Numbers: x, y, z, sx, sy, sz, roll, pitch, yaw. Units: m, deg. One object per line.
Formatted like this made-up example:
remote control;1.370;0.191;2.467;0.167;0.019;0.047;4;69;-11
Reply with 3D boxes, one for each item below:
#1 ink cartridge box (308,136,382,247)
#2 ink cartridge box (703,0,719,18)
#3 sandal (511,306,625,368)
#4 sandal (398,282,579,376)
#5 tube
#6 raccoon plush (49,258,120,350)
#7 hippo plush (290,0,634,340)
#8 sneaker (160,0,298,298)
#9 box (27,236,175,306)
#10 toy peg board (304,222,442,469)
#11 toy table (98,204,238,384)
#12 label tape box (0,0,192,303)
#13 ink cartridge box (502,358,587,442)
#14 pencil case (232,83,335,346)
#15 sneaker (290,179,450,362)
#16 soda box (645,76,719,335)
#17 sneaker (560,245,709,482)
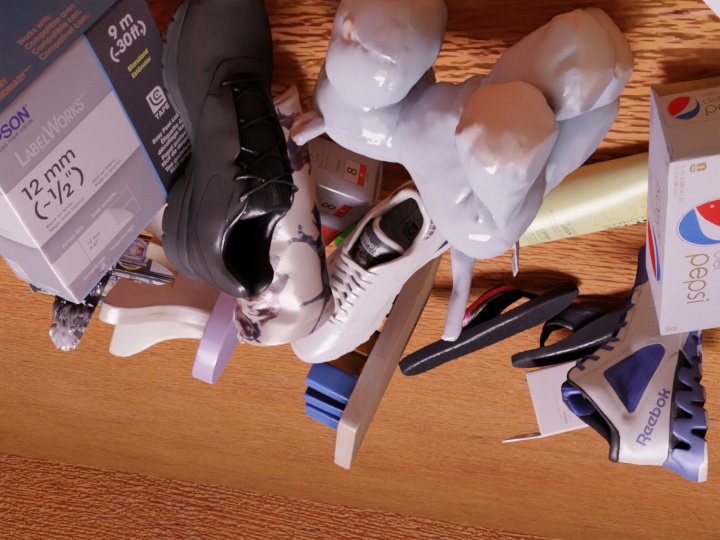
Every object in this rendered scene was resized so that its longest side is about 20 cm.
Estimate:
ink cartridge box;-0.100;-0.075;0.851;0.197;0.051;0.162;15;159;-19
ink cartridge box;0.236;-0.154;0.473;0.199;0.049;0.144;30;152;-35
sandal;0.236;0.053;1.024;0.199;0.049;0.075;-27;155;38
sandal;0.119;0.048;1.015;0.198;0.046;0.075;-26;160;23
tube;0.189;-0.057;0.754;0.197;0.053;0.058;-11;-171;30
raccoon plush;-0.249;-0.046;0.819;0.132;0.202;0.097;25;179;-15
hippo plush;0.057;-0.103;0.621;0.160;0.159;0.201;37;149;17
sneaker;-0.073;-0.077;0.633;0.075;0.203;0.090;-16;-149;-35
box;-0.280;0.001;1.154;0.197;0.045;0.160;13;160;-3
toy peg board;-0.008;0.063;0.980;0.097;0.201;0.200;25;161;7
toy table;-0.160;0.017;0.967;0.116;0.186;0.200;21;-167;-1
label tape box;-0.181;-0.102;0.602;0.065;0.144;0.201;20;148;29
ink cartridge box;0.240;0.122;1.048;0.197;0.069;0.116;-17;169;17
pencil case;-0.073;-0.038;0.758;0.088;0.078;0.203;-4;119;11
sneaker;0.000;0.000;0.829;0.076;0.201;0.080;45;-158;12
soda box;0.230;-0.038;0.688;0.067;0.065;0.201;-8;145;9
sneaker;0.222;0.072;0.850;0.113;0.202;0.081;-2;154;11
